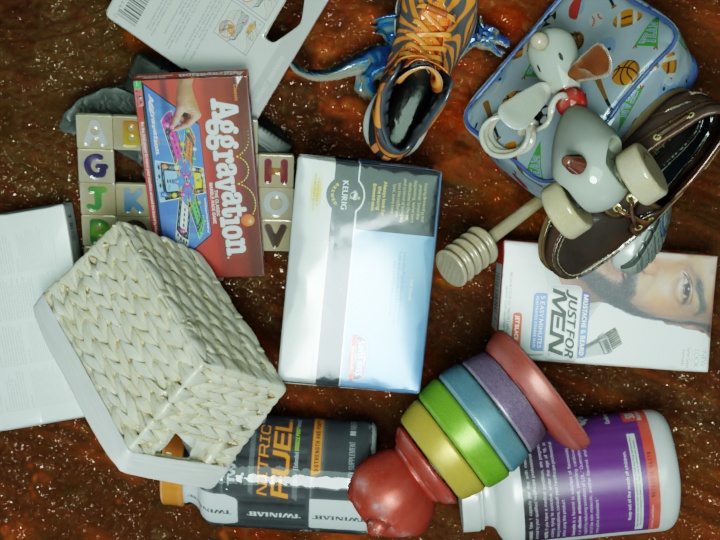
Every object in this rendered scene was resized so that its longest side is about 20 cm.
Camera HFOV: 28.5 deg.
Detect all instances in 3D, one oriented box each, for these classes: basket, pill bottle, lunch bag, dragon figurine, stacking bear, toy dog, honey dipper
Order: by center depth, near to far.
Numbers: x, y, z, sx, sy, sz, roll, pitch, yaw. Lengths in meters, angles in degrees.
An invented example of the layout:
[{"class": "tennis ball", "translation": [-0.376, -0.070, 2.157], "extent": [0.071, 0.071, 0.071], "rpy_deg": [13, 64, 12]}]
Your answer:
[{"class": "toy dog", "translation": [0.168, -0.122, 1.168], "extent": [0.132, 0.096, 0.200], "rpy_deg": [-46, 52, 10]}, {"class": "stacking bear", "translation": [0.079, 0.155, 1.238], "extent": [0.200, 0.122, 0.114], "rpy_deg": [-39, 127, -2]}, {"class": "basket", "translation": [-0.173, 0.071, 1.242], "extent": [0.123, 0.135, 0.200], "rpy_deg": [-46, 55, 15]}, {"class": "lunch bag", "translation": [0.197, -0.166, 1.282], "extent": [0.200, 0.076, 0.160], "rpy_deg": [-48, 48, 2]}, {"class": "honey dipper", "translation": [0.149, -0.051, 1.298], "extent": [0.199, 0.038, 0.038], "rpy_deg": [-35, 94, -29]}, {"class": "dragon figurine", "translation": [0.035, -0.204, 1.313], "extent": [0.198, 0.059, 0.100], "rpy_deg": [10, 92, -5]}, {"class": "pill bottle", "translation": [0.190, 0.193, 1.317], "extent": [0.198, 0.112, 0.114], "rpy_deg": [-6, 94, 1]}, {"class": "pill bottle", "translation": [-0.086, 0.188, 1.322], "extent": [0.198, 0.106, 0.107], "rpy_deg": [3, 95, 0]}]

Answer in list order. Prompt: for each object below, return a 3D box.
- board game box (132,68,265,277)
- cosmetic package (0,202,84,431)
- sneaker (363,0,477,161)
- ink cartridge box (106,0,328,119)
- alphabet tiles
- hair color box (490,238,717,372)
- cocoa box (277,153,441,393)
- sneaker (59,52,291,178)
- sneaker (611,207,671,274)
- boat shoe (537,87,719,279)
[{"class": "board game box", "translation": [-0.144, -0.084, 1.293], "extent": [0.102, 0.019, 0.202], "rpy_deg": [-3, 119, 0]}, {"class": "cosmetic package", "translation": [-0.331, 0.047, 1.341], "extent": [0.149, 0.052, 0.202], "rpy_deg": [-9, 95, -1]}, {"class": "sneaker", "translation": [0.062, -0.190, 1.230], "extent": [0.077, 0.112, 0.202], "rpy_deg": [15, 92, -6]}, {"class": "ink cartridge box", "translation": [-0.110, -0.269, 1.287], "extent": [0.176, 0.045, 0.201], "rpy_deg": [35, 109, 4]}, {"class": "alphabet tiles", "translation": [-0.161, -0.065, 1.318], "extent": [0.198, 0.008, 0.169], "rpy_deg": [2, 119, -2]}, {"class": "hair color box", "translation": [0.225, 0.032, 1.330], "extent": [0.198, 0.064, 0.112], "rpy_deg": [3, 93, -1]}, {"class": "cocoa box", "translation": [0.000, 0.000, 1.293], "extent": [0.130, 0.133, 0.202], "rpy_deg": [5, 94, 0]}, {"class": "sneaker", "translation": [-0.172, -0.127, 1.325], "extent": [0.199, 0.060, 0.105], "rpy_deg": [30, 102, -5]}, {"class": "sneaker", "translation": [0.246, -0.088, 1.301], "extent": [0.086, 0.075, 0.202], "rpy_deg": [6, 63, 14]}, {"class": "boat shoe", "translation": [0.232, -0.071, 1.205], "extent": [0.070, 0.070, 0.200], "rpy_deg": [36, 96, -28]}]
